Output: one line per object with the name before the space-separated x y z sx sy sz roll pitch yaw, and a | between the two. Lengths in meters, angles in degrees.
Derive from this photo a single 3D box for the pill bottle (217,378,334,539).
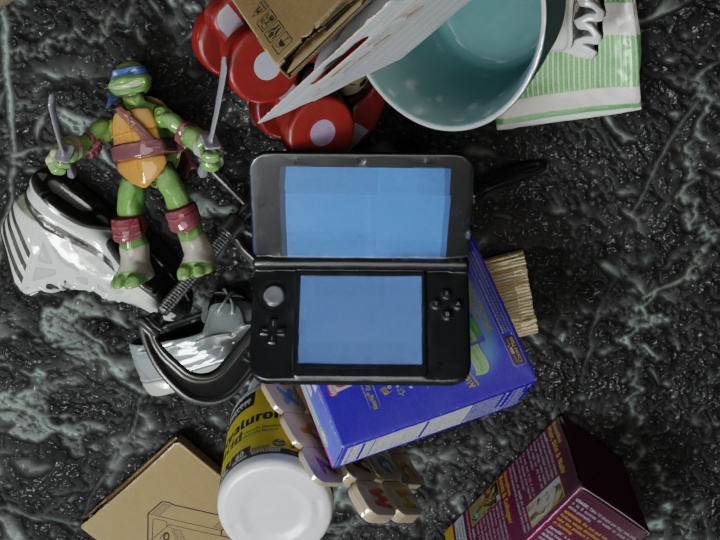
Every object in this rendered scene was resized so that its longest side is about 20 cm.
pill bottle | -0.080 0.179 1.223 0.110 0.201 0.113 0 116 -1

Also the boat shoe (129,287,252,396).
boat shoe | -0.141 0.060 1.238 0.199 0.070 0.072 -23 111 8

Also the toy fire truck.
toy fire truck | -0.041 -0.200 1.095 0.168 0.112 0.200 -44 123 -2

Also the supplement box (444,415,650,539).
supplement box | 0.193 0.280 1.313 0.103 0.131 0.200 34 111 -17

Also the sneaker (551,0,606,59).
sneaker | 0.177 -0.283 1.059 0.080 0.075 0.203 6 114 9

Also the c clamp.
c clamp | -0.144 0.019 1.186 0.170 0.027 0.201 37 71 -13

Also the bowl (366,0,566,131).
bowl | 0.093 -0.228 1.038 0.199 0.105 0.204 15 116 33

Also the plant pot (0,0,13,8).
plant pot | -0.310 -0.301 1.021 0.197 0.188 0.189 -18 115 -8

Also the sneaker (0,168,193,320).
sneaker | -0.267 -0.001 1.219 0.200 0.076 0.115 40 121 -14

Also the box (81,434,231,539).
box | -0.183 0.293 1.367 0.163 0.021 0.200 -41 110 18

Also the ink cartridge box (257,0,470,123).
ink cartridge box | 0.016 -0.191 0.911 0.162 0.199 0.050 -35 87 42

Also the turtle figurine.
turtle figurine | -0.195 -0.081 1.082 0.142 0.199 0.197 -17 105 -24

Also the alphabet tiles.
alphabet tiles | -0.013 0.160 1.209 0.015 0.201 0.195 -43 150 19

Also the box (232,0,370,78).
box | -0.037 -0.261 0.974 0.163 0.201 0.021 -43 133 10

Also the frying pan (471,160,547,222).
frying pan | 0.077 -0.077 1.185 0.115 0.189 0.031 39 149 25

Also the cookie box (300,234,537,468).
cookie box | 0.038 0.069 1.156 0.198 0.173 0.075 -16 157 -16

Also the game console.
game console | 0.000 0.000 1.070 0.197 0.173 0.119 0 155 1

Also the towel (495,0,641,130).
towel | 0.183 -0.234 1.127 0.150 0.023 0.202 -8 115 4

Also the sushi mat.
sushi mat | 0.080 0.045 1.265 0.197 0.012 0.097 -14 116 6
